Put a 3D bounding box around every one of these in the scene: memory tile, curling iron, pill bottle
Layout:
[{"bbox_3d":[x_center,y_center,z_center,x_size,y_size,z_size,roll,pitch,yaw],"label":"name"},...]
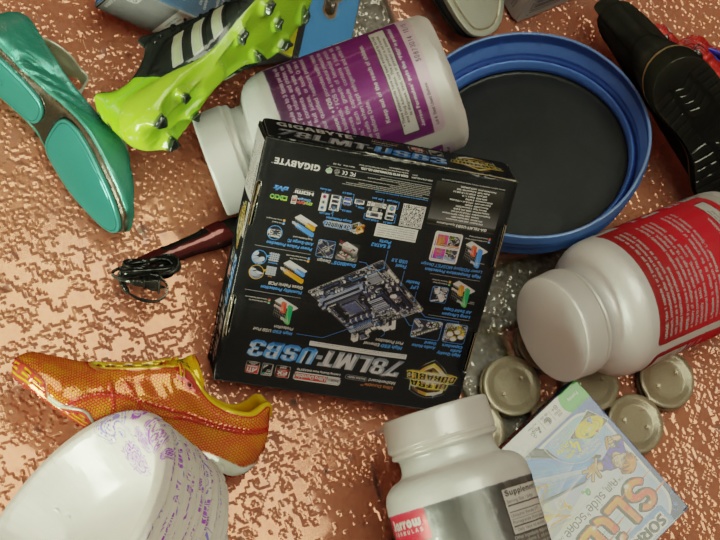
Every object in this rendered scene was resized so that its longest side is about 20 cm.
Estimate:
[{"bbox_3d":[0.170,0.110,1.592,0.153,0.017,0.200,41,66,-1],"label":"memory tile"},{"bbox_3d":[-0.102,-0.022,1.544,0.199,0.026,0.050,-23,44,-26],"label":"curling iron"},{"bbox_3d":[-0.025,-0.115,1.537,0.199,0.112,0.113,-20,79,-2],"label":"pill bottle"},{"bbox_3d":[0.082,0.197,1.441,0.110,0.111,0.201,-14,82,-20],"label":"pill bottle"},{"bbox_3d":[0.225,0.016,1.565,0.199,0.112,0.113,-20,79,-32],"label":"pill bottle"}]

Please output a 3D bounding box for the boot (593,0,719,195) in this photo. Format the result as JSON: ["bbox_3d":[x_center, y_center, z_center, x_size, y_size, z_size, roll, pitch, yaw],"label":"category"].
[{"bbox_3d":[0.275,-0.139,1.667,0.077,0.138,0.200,-32,128,0],"label":"boot"}]

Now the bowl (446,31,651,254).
[{"bbox_3d":[0.134,-0.102,1.603,0.199,0.039,0.202,-1,60,2],"label":"bowl"}]

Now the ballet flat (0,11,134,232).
[{"bbox_3d":[-0.223,-0.123,1.523,0.200,0.067,0.070,50,55,1],"label":"ballet flat"}]

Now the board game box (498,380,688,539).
[{"bbox_3d":[0.137,0.201,1.526,0.200,0.034,0.135,-42,88,-14],"label":"board game box"}]

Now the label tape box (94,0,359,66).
[{"bbox_3d":[-0.100,-0.245,1.593,0.199,0.063,0.145,21,67,-24],"label":"label tape box"}]

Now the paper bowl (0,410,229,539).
[{"bbox_3d":[-0.170,0.205,1.366,0.104,0.200,0.201,41,64,-28],"label":"paper bowl"}]

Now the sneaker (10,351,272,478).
[{"bbox_3d":[-0.161,0.090,1.463,0.199,0.073,0.078,19,93,-21],"label":"sneaker"}]

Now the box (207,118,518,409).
[{"bbox_3d":[0.000,0.000,1.500,0.199,0.050,0.200,9,111,-12],"label":"box"}]

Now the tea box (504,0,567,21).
[{"bbox_3d":[0.164,-0.349,1.636,0.133,0.200,0.197,-25,80,-22],"label":"tea box"}]

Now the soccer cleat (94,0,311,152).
[{"bbox_3d":[-0.118,-0.172,1.505,0.081,0.068,0.200,33,66,31],"label":"soccer cleat"}]

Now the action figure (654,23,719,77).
[{"bbox_3d":[0.330,-0.153,1.708,0.199,0.052,0.066,33,70,-2],"label":"action figure"}]

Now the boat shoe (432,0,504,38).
[{"bbox_3d":[0.056,-0.282,1.656,0.075,0.062,0.201,-27,90,-37],"label":"boat shoe"}]
